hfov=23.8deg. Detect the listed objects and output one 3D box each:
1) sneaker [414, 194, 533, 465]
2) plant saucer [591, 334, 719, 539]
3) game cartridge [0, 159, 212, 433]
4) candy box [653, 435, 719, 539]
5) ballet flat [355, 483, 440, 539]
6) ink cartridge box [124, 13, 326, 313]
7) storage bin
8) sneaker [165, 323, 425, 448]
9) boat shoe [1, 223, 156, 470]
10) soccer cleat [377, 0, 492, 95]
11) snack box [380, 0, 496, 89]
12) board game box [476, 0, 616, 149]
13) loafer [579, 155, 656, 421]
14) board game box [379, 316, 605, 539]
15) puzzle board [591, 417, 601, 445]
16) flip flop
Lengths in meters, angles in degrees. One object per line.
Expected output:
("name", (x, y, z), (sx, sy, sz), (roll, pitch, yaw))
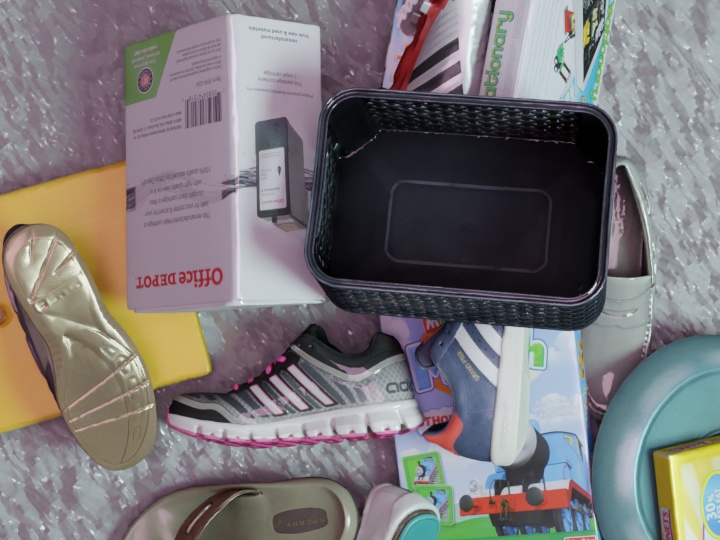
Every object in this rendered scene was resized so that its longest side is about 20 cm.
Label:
("sneaker", (0.083, 0.038, 1.231), (0.084, 0.075, 0.202), (7, 92, 14))
("plant saucer", (0.264, 0.150, 1.276), (0.198, 0.027, 0.202), (-2, 94, -25))
("game cartridge", (-0.231, 0.021, 1.310), (0.198, 0.032, 0.178), (-15, 91, -3))
("candy box", (0.272, 0.222, 1.255), (0.101, 0.026, 0.202), (-10, 97, -21))
("ballet flat", (0.000, 0.250, 1.293), (0.069, 0.069, 0.201), (22, 104, -1))
("ink cartridge box", (-0.101, -0.071, 1.237), (0.084, 0.145, 0.202), (1, 86, -39))
("storage bin", (0.070, -0.040, 1.151), (0.198, 0.094, 0.137), (5, 78, 8))
("sneaker", (-0.050, 0.086, 1.285), (0.198, 0.074, 0.088), (-5, 80, 13))
("boat shoe", (-0.210, 0.053, 1.264), (0.072, 0.065, 0.201), (-28, 110, -11))
("soccer cleat", (0.071, -0.159, 1.256), (0.085, 0.069, 0.201), (25, 93, -9))
("snack box", (0.073, -0.136, 1.305), (0.115, 0.037, 0.202), (10, 91, 0))
("board game box", (0.143, -0.182, 1.264), (0.034, 0.126, 0.202), (11, 90, 34))
("loafer", (0.188, 0.014, 1.287), (0.069, 0.070, 0.202), (-1, 88, 4))
("board game box", (0.099, 0.119, 1.288), (0.150, 0.037, 0.202), (-7, 90, 18))
("puzzle board", (0.219, 0.181, 1.320), (0.149, 0.017, 0.202), (-18, 90, 0))
("flip flop", (-0.098, 0.201, 1.281), (0.198, 0.058, 0.082), (-12, 89, 20))
